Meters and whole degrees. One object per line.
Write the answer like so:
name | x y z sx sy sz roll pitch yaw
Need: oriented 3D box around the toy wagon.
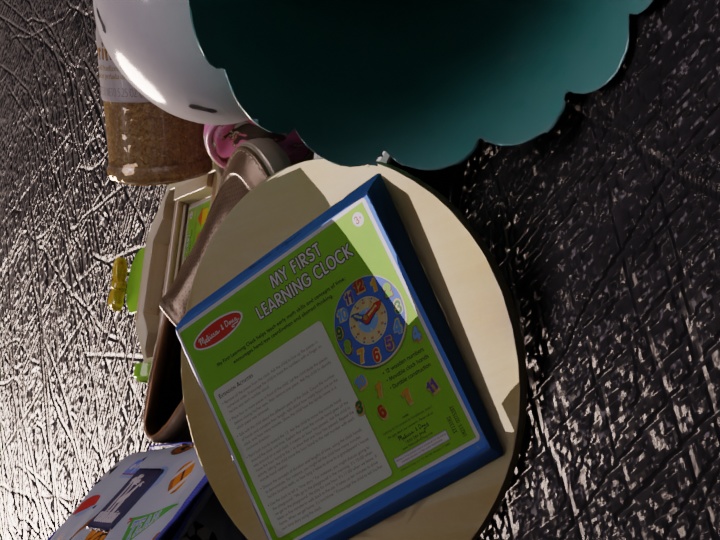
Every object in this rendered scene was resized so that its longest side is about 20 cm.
toy wagon | -0.121 -0.001 1.011 0.200 0.039 0.157 -15 66 62

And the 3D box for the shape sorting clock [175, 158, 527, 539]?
shape sorting clock | -0.008 0.048 0.692 0.198 0.039 0.202 5 99 35

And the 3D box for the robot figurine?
robot figurine | -0.051 -0.167 0.789 0.149 0.125 0.200 18 57 40

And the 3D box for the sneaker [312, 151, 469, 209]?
sneaker | 0.000 0.000 0.732 0.080 0.073 0.202 33 112 55

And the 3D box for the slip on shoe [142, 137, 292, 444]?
slip on shoe | -0.084 0.018 0.861 0.076 0.060 0.201 49 134 37

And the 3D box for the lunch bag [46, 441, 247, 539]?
lunch bag | -0.108 0.192 0.814 0.169 0.123 0.202 -14 62 58

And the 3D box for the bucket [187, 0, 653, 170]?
bucket | 0.016 -0.160 0.630 0.208 0.205 0.135 -60 25 32

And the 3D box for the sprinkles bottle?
sprinkles bottle | -0.131 -0.156 0.914 0.068 0.068 0.202 -157 61 -63

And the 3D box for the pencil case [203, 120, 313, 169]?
pencil case | -0.057 -0.155 0.899 0.087 0.082 0.202 91 176 -62
